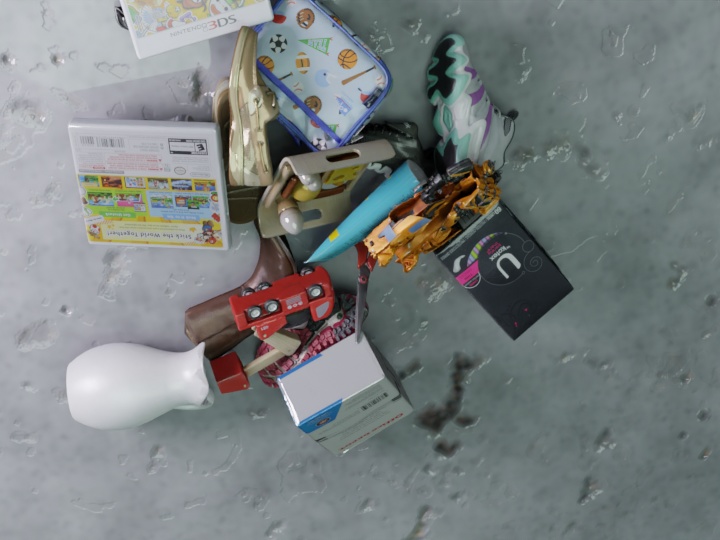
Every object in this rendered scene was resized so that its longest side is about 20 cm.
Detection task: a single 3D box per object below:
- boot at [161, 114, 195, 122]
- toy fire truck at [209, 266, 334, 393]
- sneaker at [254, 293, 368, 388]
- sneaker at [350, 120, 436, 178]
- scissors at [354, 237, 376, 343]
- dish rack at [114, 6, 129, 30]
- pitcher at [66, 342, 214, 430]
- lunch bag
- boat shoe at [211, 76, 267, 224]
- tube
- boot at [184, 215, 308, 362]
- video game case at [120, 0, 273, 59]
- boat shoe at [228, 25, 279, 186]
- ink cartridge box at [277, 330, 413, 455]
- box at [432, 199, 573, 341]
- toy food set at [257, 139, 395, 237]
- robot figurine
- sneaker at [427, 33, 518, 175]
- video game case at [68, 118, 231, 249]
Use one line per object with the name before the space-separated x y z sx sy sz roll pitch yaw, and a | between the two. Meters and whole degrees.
boot | -0.246 -0.114 1.716 0.094 0.074 0.202 -12 119 11
toy fire truck | -0.125 0.085 1.789 0.197 0.049 0.142 -19 131 -8
sneaker | -0.068 0.107 1.858 0.199 0.075 0.081 -33 81 17
sneaker | 0.034 -0.178 1.746 0.199 0.067 0.091 30 103 -28
scissors | 0.000 0.000 1.785 0.072 0.014 0.202 21 77 2
dish rack | -0.240 -0.401 1.578 0.151 0.055 0.203 -8 115 -11
pitcher | -0.311 0.173 1.812 0.197 0.123 0.172 -6 152 -3
lunch bag | -0.061 -0.251 1.646 0.200 0.076 0.160 43 98 -2
boat shoe | -0.167 -0.161 1.705 0.071 0.065 0.202 -12 121 -13
tube | 0.009 -0.071 1.741 0.199 0.051 0.077 -40 163 19
boot | -0.181 0.024 1.797 0.198 0.064 0.188 -25 118 3
video game case | -0.217 -0.381 1.549 0.180 0.023 0.202 -17 115 -5
boat shoe | -0.134 -0.208 1.600 0.063 0.071 0.203 2 107 -1
ink cartridge box | -0.019 0.183 1.843 0.145 0.085 0.200 -30 156 2
box | 0.198 -0.018 1.838 0.122 0.106 0.200 -41 118 9
toy food set | -0.047 -0.104 1.670 0.142 0.200 0.061 -13 74 -23
robot figurine | 0.107 -0.077 1.707 0.199 0.059 0.144 -37 157 22
sneaker | 0.167 -0.228 1.754 0.138 0.077 0.203 -9 104 -33
video game case | -0.274 -0.112 1.656 0.197 0.023 0.184 3 125 7
